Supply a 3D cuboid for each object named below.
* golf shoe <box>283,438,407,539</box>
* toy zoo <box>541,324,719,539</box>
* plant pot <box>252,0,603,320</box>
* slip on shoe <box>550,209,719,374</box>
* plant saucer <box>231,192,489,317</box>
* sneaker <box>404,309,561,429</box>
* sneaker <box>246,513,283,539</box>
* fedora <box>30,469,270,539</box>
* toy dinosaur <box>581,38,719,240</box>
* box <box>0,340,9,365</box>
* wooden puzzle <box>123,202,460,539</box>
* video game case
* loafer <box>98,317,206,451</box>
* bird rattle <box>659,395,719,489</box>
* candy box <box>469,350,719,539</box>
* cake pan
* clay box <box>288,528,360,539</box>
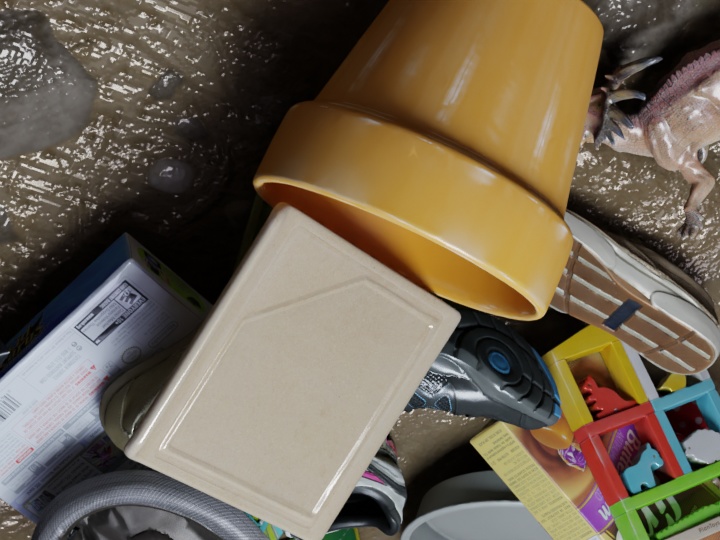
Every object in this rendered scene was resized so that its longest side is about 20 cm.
[{"bbox_3d":[-0.060,0.164,1.417,0.199,0.092,0.073,1,130,-13],"label":"golf shoe"},{"bbox_3d":[0.216,0.108,1.388,0.131,0.201,0.020,-16,165,-31],"label":"toy zoo"},{"bbox_3d":[0.059,-0.094,1.154,0.200,0.200,0.184,30,81,-33],"label":"plant pot"},{"bbox_3d":[0.187,0.001,1.367,0.199,0.061,0.076,31,137,-13],"label":"slip on shoe"},{"bbox_3d":[0.000,0.000,1.322,0.198,0.048,0.201,6,127,-19],"label":"plant saucer"},{"bbox_3d":[0.053,0.069,1.322,0.199,0.073,0.082,26,125,-19],"label":"sneaker"},{"bbox_3d":[-0.082,0.179,1.350,0.077,0.080,0.201,33,100,0],"label":"sneaker"},{"bbox_3d":[-0.132,0.215,1.276,0.199,0.090,0.177,32,106,-5],"label":"fedora"},{"bbox_3d":[0.229,-0.119,1.261,0.199,0.086,0.136,-35,122,8],"label":"toy dinosaur"},{"bbox_3d":[-0.343,0.078,1.232,0.200,0.141,0.079,-51,164,27],"label":"box"},{"bbox_3d":[-0.042,0.069,1.195,0.200,0.037,0.186,32,92,-44],"label":"wooden puzzle"},{"bbox_3d":[-0.168,0.100,1.291,0.200,0.046,0.181,-41,118,12],"label":"video game case"},{"bbox_3d":[-0.083,0.065,1.224,0.200,0.068,0.076,-39,119,6],"label":"loafer"},{"bbox_3d":[0.250,0.190,1.517,0.163,0.113,0.200,-27,130,31],"label":"bird rattle"},{"bbox_3d":[0.192,0.164,1.395,0.200,0.117,0.056,49,145,1],"label":"candy box"},{"bbox_3d":[0.132,0.215,1.497,0.199,0.037,0.201,5,149,3],"label":"cake pan"},{"bbox_3d":[-0.036,0.307,1.571,0.114,0.048,0.201,-15,130,-1],"label":"clay box"}]
